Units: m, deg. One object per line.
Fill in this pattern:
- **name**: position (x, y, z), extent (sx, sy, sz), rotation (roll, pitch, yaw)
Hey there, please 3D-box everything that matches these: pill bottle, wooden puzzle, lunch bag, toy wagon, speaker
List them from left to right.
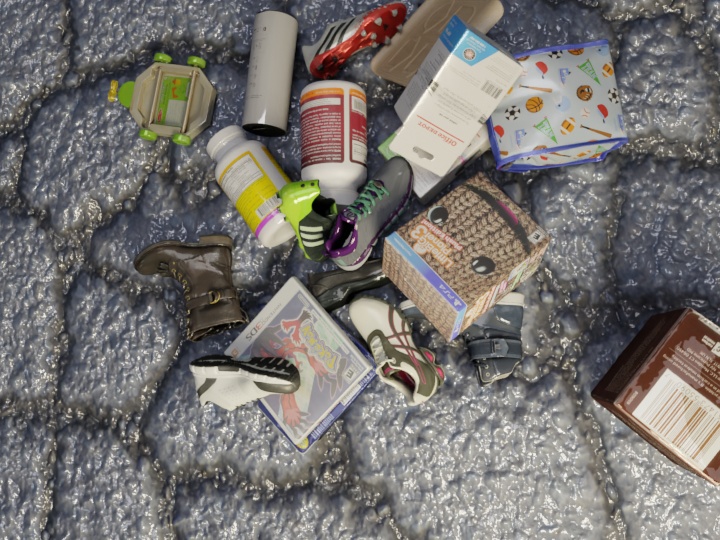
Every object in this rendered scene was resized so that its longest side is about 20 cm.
- **toy wagon**: position (-0.362, -0.315, 1.241), extent (0.197, 0.040, 0.158), rotation (9, 85, 12)
- **pill bottle**: position (-0.177, -0.147, 1.155), extent (0.104, 0.104, 0.201), rotation (-37, 78, 4)
- **speaker**: position (-0.158, -0.339, 1.184), extent (0.080, 0.081, 0.204), rotation (4, 84, 11)
- **pill bottle**: position (-0.045, -0.201, 1.131), extent (0.111, 0.113, 0.204), rotation (-2, 83, 10)
- **wooden puzzle**: position (0.124, -0.371, 1.117), extent (0.185, 0.046, 0.200), rotation (-47, 36, 3)
- **lunch bag**: position (0.290, -0.251, 1.066), extent (0.197, 0.124, 0.173), rotation (-9, 81, -6)

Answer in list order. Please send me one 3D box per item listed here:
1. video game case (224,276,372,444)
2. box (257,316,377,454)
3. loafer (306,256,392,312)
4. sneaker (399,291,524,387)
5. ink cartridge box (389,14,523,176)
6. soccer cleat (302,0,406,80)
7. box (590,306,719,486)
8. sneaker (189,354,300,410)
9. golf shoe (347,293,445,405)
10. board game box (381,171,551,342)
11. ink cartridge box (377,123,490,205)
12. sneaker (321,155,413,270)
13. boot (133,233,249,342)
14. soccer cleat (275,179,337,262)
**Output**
- **video game case**: position (-0.106, 0.145, 1.106), extent (0.182, 0.023, 0.200), rotation (-47, 74, 12)
- **box**: position (-0.068, 0.191, 1.132), extent (0.121, 0.032, 0.200), rotation (43, 93, 12)
- **loafer**: position (0.000, 0.000, 1.123), extent (0.198, 0.073, 0.073), rotation (-25, 77, 6)
- **sneaker**: position (0.159, 0.109, 1.078), extent (0.199, 0.077, 0.149), rotation (0, 81, 9)
- **ink cartridge box**: position (0.131, -0.254, 1.011), extent (0.115, 0.068, 0.201), rotation (22, 119, -27)
- **soccer cleat**: position (-0.013, -0.409, 1.172), extent (0.199, 0.069, 0.086), rotation (-35, 60, 6)
- **box**: position (0.451, 0.170, 0.954), extent (0.165, 0.200, 0.165), rotation (38, 91, 12)
- **sneaker**: position (-0.182, 0.184, 1.093), extent (0.197, 0.074, 0.081), rotation (1, 101, 25)
- **golf shoe**: position (0.048, 0.122, 1.075), extent (0.200, 0.088, 0.077), rotation (45, 126, 8)
- **board game box**: position (0.157, -0.024, 1.033), extent (0.199, 0.097, 0.160), rotation (-36, 66, -20)
- **ink cartridge box**: position (0.140, -0.220, 1.122), extent (0.200, 0.067, 0.117), rotation (-42, 79, 3)
- **sneaker**: position (0.014, -0.094, 1.059), extent (0.074, 0.087, 0.202), rotation (30, 91, 25)
- **boot**: position (-0.291, 0.035, 1.155), extent (0.197, 0.069, 0.177), rotation (-12, 68, 7)
- **soccer cleat**: position (-0.069, -0.073, 1.080), extent (0.080, 0.201, 0.068), rotation (-13, 61, 8)
